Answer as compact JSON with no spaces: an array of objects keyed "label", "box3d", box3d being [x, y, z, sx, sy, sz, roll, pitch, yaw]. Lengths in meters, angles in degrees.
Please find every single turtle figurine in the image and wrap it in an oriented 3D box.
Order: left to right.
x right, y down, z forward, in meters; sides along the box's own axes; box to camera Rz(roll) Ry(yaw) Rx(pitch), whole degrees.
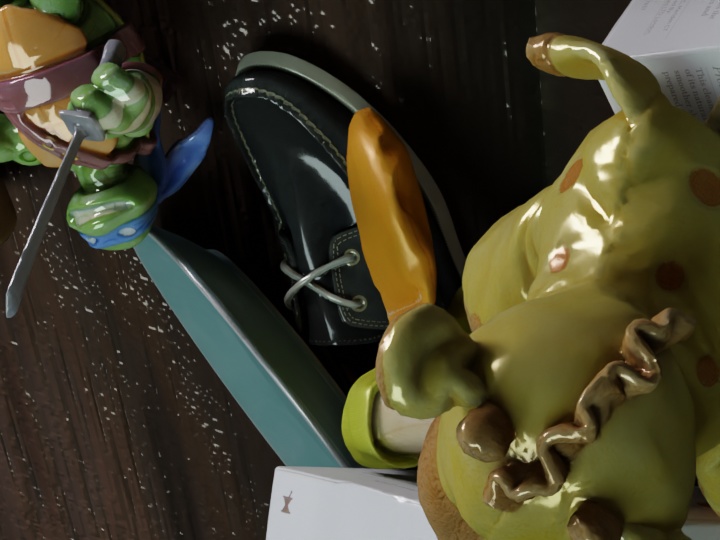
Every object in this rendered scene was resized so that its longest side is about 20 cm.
[{"label":"turtle figurine","box3d":[-0.150,-0.084,0.954,0.144,0.199,0.195,4,114,62]}]

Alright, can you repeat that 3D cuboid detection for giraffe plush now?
[{"label":"giraffe plush","box3d":[0.082,0.039,0.780,0.172,0.162,0.201,22,139,19]}]

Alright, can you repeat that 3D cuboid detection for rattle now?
[{"label":"rattle","box3d":[0.096,0.021,0.960,0.198,0.144,0.130,-1,157,13]}]

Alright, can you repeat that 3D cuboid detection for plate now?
[{"label":"plate","box3d":[-0.033,0.051,1.073,0.200,0.026,0.200,50,171,11]}]

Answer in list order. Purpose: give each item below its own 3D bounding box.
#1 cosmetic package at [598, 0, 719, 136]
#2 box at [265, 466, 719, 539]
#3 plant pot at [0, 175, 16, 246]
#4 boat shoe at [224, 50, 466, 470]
[{"label":"cosmetic package","box3d":[0.190,-0.056,0.801,0.199,0.081,0.113,-2,129,37]},{"label":"box","box3d":[0.075,0.134,0.964,0.124,0.199,0.098,8,92,53]},{"label":"plant pot","box3d":[-0.267,-0.055,1.079,0.199,0.200,0.141,-3,112,39]},{"label":"boat shoe","box3d":[0.000,0.000,1.017,0.071,0.068,0.201,-4,126,42]}]
